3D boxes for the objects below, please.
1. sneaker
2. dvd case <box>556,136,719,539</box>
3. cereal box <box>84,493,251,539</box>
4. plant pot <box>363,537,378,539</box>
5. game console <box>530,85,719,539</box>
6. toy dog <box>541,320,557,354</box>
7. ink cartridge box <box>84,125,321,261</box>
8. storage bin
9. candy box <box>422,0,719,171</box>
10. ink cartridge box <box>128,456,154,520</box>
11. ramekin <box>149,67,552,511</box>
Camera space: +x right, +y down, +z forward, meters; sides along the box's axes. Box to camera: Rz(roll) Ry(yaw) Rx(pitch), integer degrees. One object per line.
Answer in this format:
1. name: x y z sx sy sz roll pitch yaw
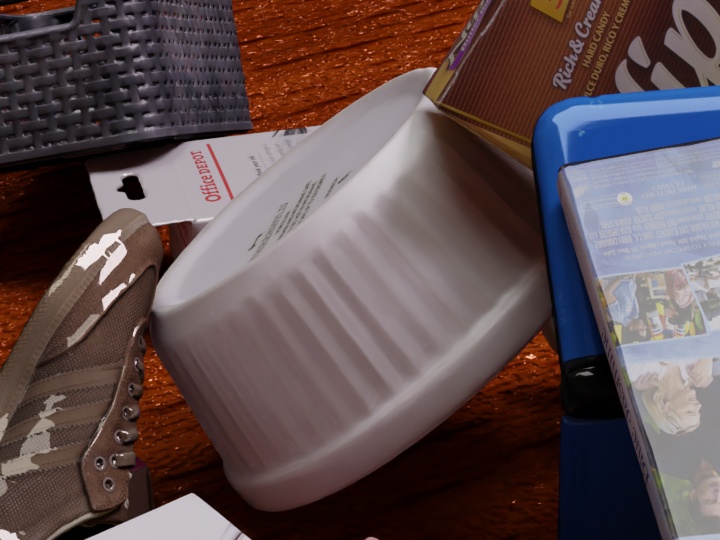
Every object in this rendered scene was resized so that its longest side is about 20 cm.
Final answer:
1. sneaker: -0.117 0.070 0.949 0.075 0.070 0.201 31 64 -2
2. dvd case: 0.158 0.035 0.811 0.142 0.018 0.201 -10 57 -6
3. cereal box: -0.059 0.158 0.820 0.143 0.040 0.200 -21 36 -33
4. plant pot: -0.075 0.184 0.620 0.194 0.202 0.201 -10 23 6
5. game console: 0.166 0.028 0.908 0.199 0.118 0.172 -4 68 -4
6. toy dog: 0.174 -0.033 1.044 0.193 0.201 0.139 11 27 29
7. ink cartridge box: -0.034 -0.023 1.214 0.199 0.068 0.116 -7 22 -10
8. storage bin: -0.149 -0.108 1.303 0.134 0.094 0.200 -9 2 12
9. candy box: 0.137 -0.062 0.928 0.199 0.117 0.056 32 6 -7
10. ink cartridge box: -0.193 0.105 0.989 0.199 0.037 0.095 -19 28 -27
11. ramekin: 0.000 0.000 1.004 0.202 0.094 0.202 -37 13 10
